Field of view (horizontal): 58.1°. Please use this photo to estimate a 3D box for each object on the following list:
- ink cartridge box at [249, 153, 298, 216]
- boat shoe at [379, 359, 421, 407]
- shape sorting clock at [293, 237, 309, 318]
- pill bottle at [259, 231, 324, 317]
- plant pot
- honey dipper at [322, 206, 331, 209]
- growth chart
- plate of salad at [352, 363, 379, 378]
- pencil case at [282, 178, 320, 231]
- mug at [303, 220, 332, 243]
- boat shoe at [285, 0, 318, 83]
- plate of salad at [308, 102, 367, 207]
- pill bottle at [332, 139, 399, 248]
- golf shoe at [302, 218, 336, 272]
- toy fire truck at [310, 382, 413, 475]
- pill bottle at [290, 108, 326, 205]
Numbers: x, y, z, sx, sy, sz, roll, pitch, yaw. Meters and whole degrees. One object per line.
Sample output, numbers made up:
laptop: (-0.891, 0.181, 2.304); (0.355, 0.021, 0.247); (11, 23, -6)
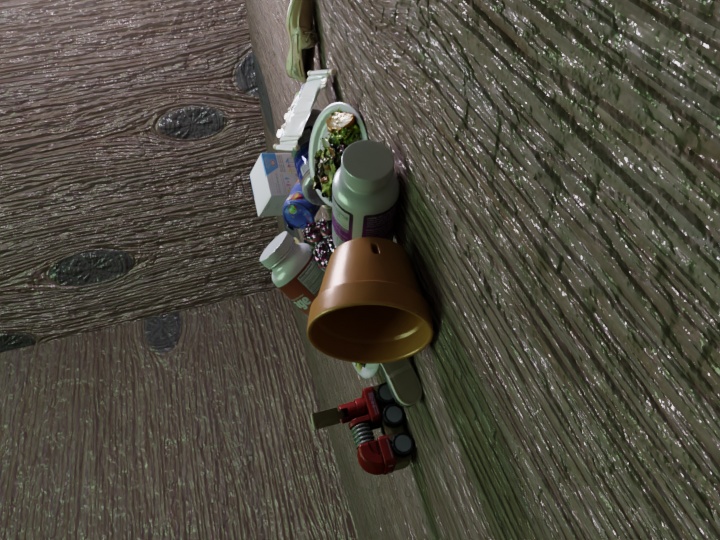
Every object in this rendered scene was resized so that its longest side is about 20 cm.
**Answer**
ink cartridge box: (-0.183, -0.236, 1.769); (0.125, 0.197, 0.131); (-42, 60, 58)
boat shoe: (0.057, 0.161, 1.220); (0.063, 0.071, 0.203); (111, 141, -66)
shape sorting clock: (-0.135, 0.020, 1.547); (0.200, 0.038, 0.204); (166, 91, -76)
pill bottle: (-0.117, 0.016, 1.386); (0.200, 0.112, 0.112); (45, 179, -18)
plant pot: (0.017, 0.043, 1.039); (0.201, 0.196, 0.142); (94, 178, -57)
honey dipper: (-0.083, -0.247, 1.606); (0.038, 0.037, 0.203); (-115, 19, -50)
growth chart: (-0.128, -0.348, 1.407); (0.144, 0.018, 0.203); (35, 101, 58)
plate of salad: (-0.005, 0.142, 1.455); (0.199, 0.047, 0.204); (-157, 65, -62)
pencil case: (-0.113, -0.177, 1.499); (0.087, 0.077, 0.202); (54, -142, -29)
mug: (-0.064, -0.031, 1.530); (0.186, 0.112, 0.154); (93, 161, -57)
boat shoe: (-0.123, -0.524, 1.459); (0.064, 0.071, 0.203); (31, 135, 25)
plate of salad: (-0.052, -0.222, 1.259); (0.198, 0.047, 0.205); (11, 104, 50)
pill bottle: (0.008, -0.113, 1.065); (0.201, 0.110, 0.114); (95, 160, -56)
golf shoe: (-0.054, -0.029, 1.284); (0.093, 0.072, 0.200); (63, 177, -30)
toy fire truck: (-0.001, 0.342, 1.374); (0.130, 0.196, 0.178); (94, 161, -58)
pill bottle: (-0.093, -0.254, 1.434); (0.117, 0.113, 0.203); (93, 162, -56)
